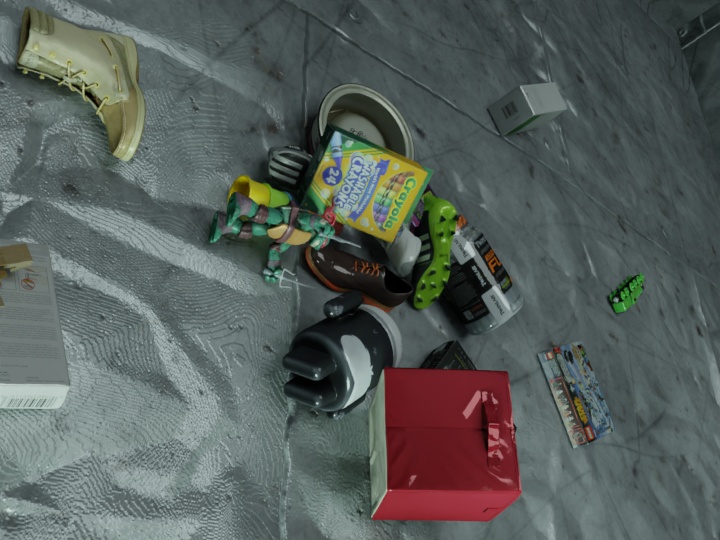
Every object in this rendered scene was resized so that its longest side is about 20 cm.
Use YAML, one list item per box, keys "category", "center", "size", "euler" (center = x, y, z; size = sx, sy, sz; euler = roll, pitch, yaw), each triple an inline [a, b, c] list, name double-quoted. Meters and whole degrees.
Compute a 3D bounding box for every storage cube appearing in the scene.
- category: "storage cube"
  center: [0.108, 0.250, 1.042]
  size: [0.177, 0.201, 0.173]
  euler: [3, 60, -7]

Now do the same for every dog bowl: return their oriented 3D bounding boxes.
- category: "dog bowl"
  center: [-0.004, -0.221, 1.303]
  size: [0.198, 0.074, 0.203]
  euler: [13, 65, -29]

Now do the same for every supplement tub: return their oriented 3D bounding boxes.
- category: "supplement tub"
  center: [0.201, 0.007, 1.365]
  size: [0.201, 0.122, 0.122]
  euler: [56, 41, -5]

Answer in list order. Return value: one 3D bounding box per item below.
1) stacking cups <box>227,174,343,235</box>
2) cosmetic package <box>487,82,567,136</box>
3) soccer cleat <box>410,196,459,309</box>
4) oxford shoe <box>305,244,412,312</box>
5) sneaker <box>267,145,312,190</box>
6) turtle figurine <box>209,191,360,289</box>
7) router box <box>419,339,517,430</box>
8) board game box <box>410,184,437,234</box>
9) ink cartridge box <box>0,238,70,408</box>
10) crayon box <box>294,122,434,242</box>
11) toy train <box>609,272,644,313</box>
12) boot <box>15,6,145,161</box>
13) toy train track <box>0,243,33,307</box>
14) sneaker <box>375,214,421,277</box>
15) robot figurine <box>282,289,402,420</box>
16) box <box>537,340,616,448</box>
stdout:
- category: "stacking cups"
  center: [-0.113, -0.092, 1.160]
  size: [0.199, 0.060, 0.061]
  euler: [17, 56, -45]
- category: "cosmetic package"
  center: [0.418, -0.404, 1.841]
  size: [0.199, 0.107, 0.086]
  euler: [-20, 82, -48]
- category: "soccer cleat"
  center: [0.121, -0.031, 1.295]
  size: [0.067, 0.203, 0.081]
  euler: [-1, 25, -29]
- category: "oxford shoe"
  center: [0.000, 0.000, 1.200]
  size: [0.199, 0.072, 0.072]
  euler: [27, 50, -33]
- category: "sneaker"
  center: [-0.063, -0.155, 1.199]
  size: [0.198, 0.076, 0.116]
  euler: [25, 16, -27]
- category: "turtle figurine"
  center: [-0.109, -0.050, 1.071]
  size: [0.198, 0.150, 0.102]
  euler: [16, 43, -27]
- category: "router box"
  center: [0.165, 0.241, 1.237]
  size: [0.201, 0.062, 0.150]
  euler: [55, 40, -6]
- category: "board game box"
  center: [0.083, -0.163, 1.416]
  size: [0.201, 0.032, 0.120]
  euler: [57, 36, -3]
- category: "ink cartridge box"
  center: [-0.406, 0.051, 0.790]
  size: [0.160, 0.050, 0.201]
  euler: [10, 43, -42]
- category: "crayon box"
  center: [0.014, -0.127, 1.141]
  size: [0.198, 0.127, 0.052]
  euler: [19, 19, -26]
- category: "toy train"
  center: [0.693, 0.058, 1.906]
  size: [0.199, 0.041, 0.057]
  euler: [-26, 96, -50]
- category: "boot"
  center: [-0.366, -0.244, 0.967]
  size: [0.154, 0.072, 0.203]
  euler: [10, 59, -43]
- category: "toy train track"
  center: [-0.436, 0.004, 0.745]
  size: [0.199, 0.032, 0.116]
  euler: [-12, 68, -47]
- category: "sneaker"
  center: [0.052, -0.058, 1.275]
  size: [0.079, 0.071, 0.201]
  euler: [22, 27, -19]
- category: "robot figurine"
  center: [-0.026, 0.124, 1.066]
  size: [0.125, 0.151, 0.199]
  euler: [49, 39, 14]
- category: "box"
  center: [0.452, 0.254, 1.542]
  size: [0.136, 0.040, 0.203]
  euler: [-3, 70, -48]
